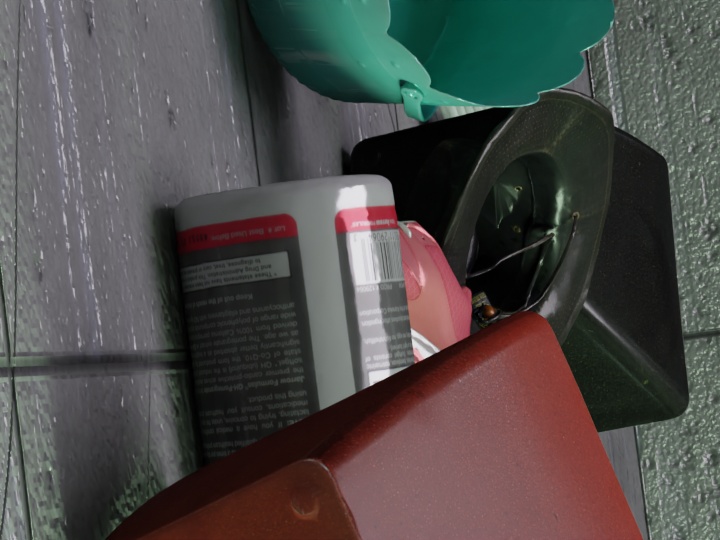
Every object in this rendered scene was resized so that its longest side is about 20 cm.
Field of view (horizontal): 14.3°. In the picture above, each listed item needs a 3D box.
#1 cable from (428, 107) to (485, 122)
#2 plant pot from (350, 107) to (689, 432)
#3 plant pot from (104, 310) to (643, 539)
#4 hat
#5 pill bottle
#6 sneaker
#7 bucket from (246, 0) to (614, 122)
[{"bbox_3d":[0.083,-0.193,2.285,0.200,0.069,0.200,56,29,-67],"label":"cable"},{"bbox_3d":[0.090,-0.004,1.914,0.177,0.199,0.200,42,41,-57],"label":"plant pot"},{"bbox_3d":[0.000,0.152,1.215,0.176,0.200,0.200,-9,73,-62],"label":"plant pot"},{"bbox_3d":[0.074,-0.027,1.733,0.201,0.081,0.201,-32,135,-38],"label":"hat"},{"bbox_3d":[-0.027,0.057,1.416,0.111,0.111,0.200,-1,83,-79],"label":"pill bottle"},{"bbox_3d":[0.000,0.000,1.579,0.200,0.074,0.087,46,56,-46],"label":"sneaker"},{"bbox_3d":[0.039,-0.187,1.658,0.207,0.135,0.207,0,90,-41],"label":"bucket"}]
